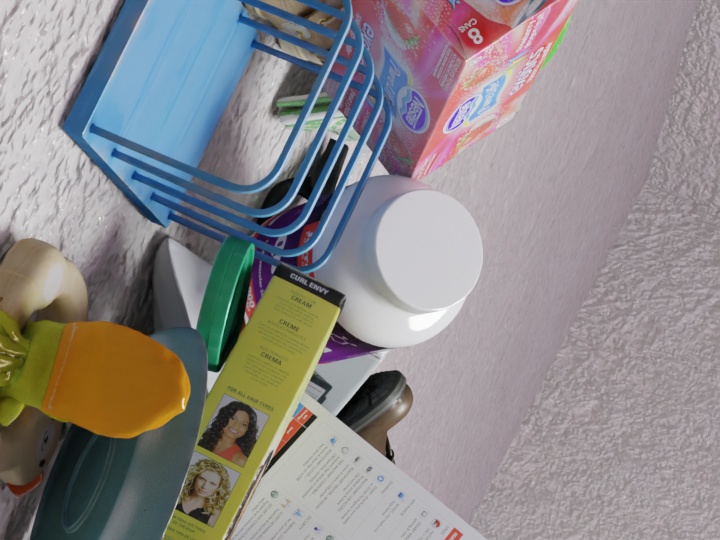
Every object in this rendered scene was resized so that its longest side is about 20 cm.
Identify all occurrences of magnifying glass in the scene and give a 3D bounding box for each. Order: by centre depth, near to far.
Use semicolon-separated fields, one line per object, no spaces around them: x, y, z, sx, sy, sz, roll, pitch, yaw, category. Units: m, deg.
-0.083;0.031;1.189;0.200;0.022;0.080;90;15;-78;magnifying glass

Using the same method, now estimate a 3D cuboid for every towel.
0.032;-0.120;1.450;0.200;0.152;0.024;1;82;-76;towel

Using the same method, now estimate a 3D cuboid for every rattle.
-0.148;0.080;1.068;0.200;0.142;0.131;88;9;-49;rattle

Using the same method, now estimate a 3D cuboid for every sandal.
-0.052;-0.042;1.469;0.201;0.048;0.076;-72;-178;-63;sandal

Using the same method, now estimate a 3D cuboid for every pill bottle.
0.000;0.000;1.282;0.113;0.112;0.200;-62;-162;-20;pill bottle

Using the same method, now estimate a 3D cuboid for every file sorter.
-0.066;-0.093;1.125;0.139;0.122;0.200;-64;168;-9;file sorter

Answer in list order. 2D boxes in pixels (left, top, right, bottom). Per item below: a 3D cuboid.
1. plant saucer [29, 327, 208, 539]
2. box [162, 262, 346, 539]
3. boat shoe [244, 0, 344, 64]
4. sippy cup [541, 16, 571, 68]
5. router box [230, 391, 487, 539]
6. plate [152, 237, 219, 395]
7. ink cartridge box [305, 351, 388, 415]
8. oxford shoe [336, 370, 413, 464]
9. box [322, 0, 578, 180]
-0.144;0.120;1.085;0.200;0.027;0.201;-52;-157;33;plant saucer
-0.072;0.095;1.132;0.075;0.050;0.200;114;1;-55;box
-0.024;-0.180;1.261;0.074;0.069;0.200;-66;168;-4;boat shoe
0.066;-0.209;1.413;0.130;0.140;0.178;1;124;-41;sippy cup
-0.042;0.189;1.155;0.200;0.179;0.049;-45;169;-35;router box
-0.097;0.090;1.324;0.200;0.032;0.201;44;31;-78;plate
-0.024;0.044;1.500;0.146;0.083;0.200;-56;-178;-39;ink cartridge box
0.003;0.146;1.543;0.073;0.084;0.200;-55;-179;-40;oxford shoe
0.054;-0.146;1.214;0.102;0.095;0.200;-34;169;-20;box
